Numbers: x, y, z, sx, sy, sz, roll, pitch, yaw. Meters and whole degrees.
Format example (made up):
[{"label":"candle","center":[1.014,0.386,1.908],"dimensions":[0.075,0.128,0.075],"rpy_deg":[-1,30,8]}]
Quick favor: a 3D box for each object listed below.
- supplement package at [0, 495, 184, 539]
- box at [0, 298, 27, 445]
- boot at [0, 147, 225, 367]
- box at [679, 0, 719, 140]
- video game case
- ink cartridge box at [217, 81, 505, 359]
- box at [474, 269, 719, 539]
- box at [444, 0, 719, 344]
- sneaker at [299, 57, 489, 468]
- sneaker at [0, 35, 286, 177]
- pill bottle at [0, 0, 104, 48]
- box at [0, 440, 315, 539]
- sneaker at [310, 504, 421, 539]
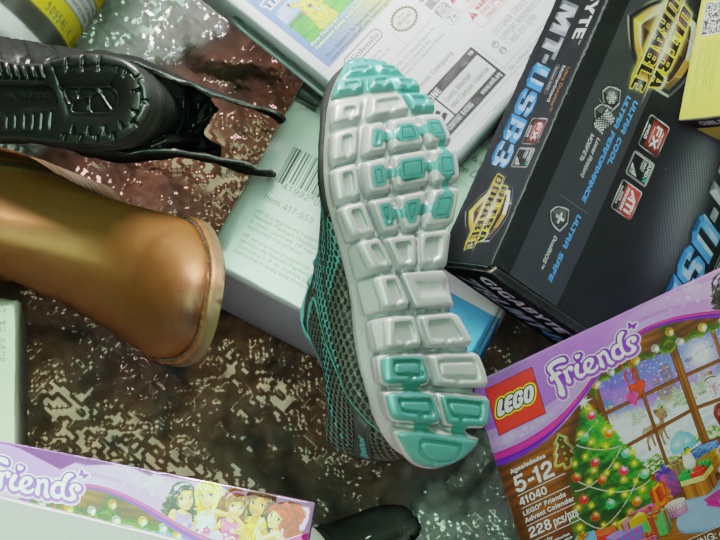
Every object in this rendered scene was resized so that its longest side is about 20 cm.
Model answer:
[{"label":"supplement package","center":[-0.138,0.172,1.255],"dimensions":[0.199,0.120,0.122],"rpy_deg":[15,78,-3]},{"label":"box","center":[-0.201,0.119,1.407],"dimensions":[0.068,0.082,0.201],"rpy_deg":[0,74,-4]},{"label":"boot","center":[-0.163,-0.018,1.369],"dimensions":[0.155,0.200,0.077],"rpy_deg":[13,107,-34]},{"label":"box","center":[0.251,-0.079,1.434],"dimensions":[0.199,0.050,0.076],"rpy_deg":[21,75,-37]},{"label":"video game case","center":[0.032,-0.166,1.433],"dimensions":[0.182,0.022,0.200],"rpy_deg":[39,68,9]},{"label":"ink cartridge box","center":[0.029,-0.046,1.455],"dimensions":[0.146,0.086,0.201],"rpy_deg":[27,75,5]},{"label":"box","center":[0.162,0.077,1.315],"dimensions":[0.199,0.039,0.137],"rpy_deg":[-26,60,17]},{"label":"box","center":[0.156,-0.043,1.425],"dimensions":[0.198,0.050,0.201],"rpy_deg":[34,74,-32]},{"label":"sneaker","center":[0.000,0.000,1.355],"dimensions":[0.077,0.091,0.201],"rpy_deg":[2,78,-35]},{"label":"sneaker","center":[-0.145,-0.082,1.394],"dimensions":[0.199,0.104,0.060],"rpy_deg":[10,90,20]},{"label":"pill bottle","center":[-0.160,-0.204,1.474],"dimensions":[0.114,0.114,0.201],"rpy_deg":[32,77,6]},{"label":"box","center":[-0.131,0.160,1.341],"dimensions":[0.199,0.039,0.138],"rpy_deg":[11,75,-3]},{"label":"sneaker","center":[-0.070,0.139,1.410],"dimensions":[0.199,0.074,0.089],"rpy_deg":[-19,79,-7]}]
